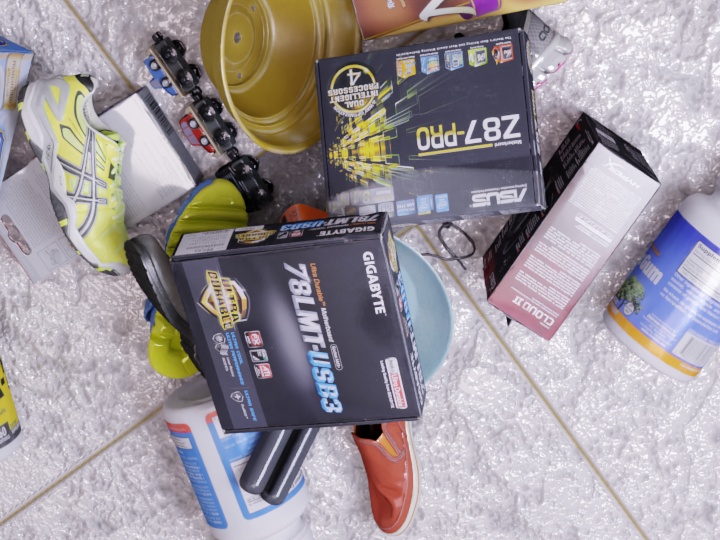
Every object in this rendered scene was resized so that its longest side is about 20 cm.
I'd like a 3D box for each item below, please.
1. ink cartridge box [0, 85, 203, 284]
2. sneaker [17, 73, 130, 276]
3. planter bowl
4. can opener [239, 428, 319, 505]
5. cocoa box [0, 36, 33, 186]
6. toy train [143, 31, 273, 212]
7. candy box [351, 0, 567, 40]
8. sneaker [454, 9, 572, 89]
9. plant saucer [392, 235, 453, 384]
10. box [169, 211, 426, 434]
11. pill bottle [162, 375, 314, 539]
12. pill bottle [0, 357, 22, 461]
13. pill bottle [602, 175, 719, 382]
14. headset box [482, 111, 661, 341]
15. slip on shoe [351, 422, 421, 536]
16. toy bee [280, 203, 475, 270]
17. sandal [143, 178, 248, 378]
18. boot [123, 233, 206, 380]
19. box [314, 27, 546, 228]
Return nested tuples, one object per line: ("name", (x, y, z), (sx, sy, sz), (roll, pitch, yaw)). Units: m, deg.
("ink cartridge box", (-0.268, -0.084, 1.516), (0.199, 0.050, 0.110), (-30, 103, 12))
("sneaker", (-0.255, -0.090, 1.449), (0.076, 0.076, 0.202), (-19, 105, 9))
("planter bowl", (-0.090, -0.215, 1.428), (0.083, 0.199, 0.203), (13, 110, 36))
("can opener", (-0.048, 0.133, 1.488), (0.053, 0.067, 0.202), (32, 79, -28))
("cocoa box", (-0.417, -0.137, 1.446), (0.133, 0.131, 0.202), (27, 109, 28))
("toy train", (-0.153, -0.143, 1.503), (0.045, 0.034, 0.201), (-27, 104, 23))
("candy box", (0.084, -0.289, 1.405), (0.198, 0.057, 0.117), (-9, 131, 13))
("sneaker", (0.103, -0.179, 1.458), (0.200, 0.074, 0.088), (-41, 101, 8))
("plant saucer", (-0.010, 0.033, 1.419), (0.198, 0.039, 0.203), (5, 123, 8))
("box", (-0.053, 0.051, 1.387), (0.196, 0.050, 0.202), (-4, 121, 14))
("pill bottle", (-0.118, 0.207, 1.559), (0.111, 0.112, 0.202), (-17, 104, 8))
("pill bottle", (-0.419, 0.097, 1.542), (0.113, 0.114, 0.202), (-11, 106, 6))
("pill bottle", (0.332, -0.002, 1.474), (0.111, 0.112, 0.201), (32, 105, -6))
("headset box", (0.190, -0.036, 1.453), (0.077, 0.149, 0.201), (31, 104, -6))
("slip on shoe", (0.019, 0.174, 1.555), (0.061, 0.074, 0.203), (-13, 105, -39))
("toy bee", (0.000, 0.000, 1.497), (0.198, 0.132, 0.109), (24, 131, -15))
("sandal", (-0.171, 0.000, 1.517), (0.079, 0.087, 0.202), (17, 103, -23))
("boot", (-0.132, 0.013, 1.461), (0.130, 0.068, 0.201), (-38, 126, -11))
("box", (0.063, -0.124, 1.393), (0.198, 0.049, 0.163), (-6, 86, 14))
